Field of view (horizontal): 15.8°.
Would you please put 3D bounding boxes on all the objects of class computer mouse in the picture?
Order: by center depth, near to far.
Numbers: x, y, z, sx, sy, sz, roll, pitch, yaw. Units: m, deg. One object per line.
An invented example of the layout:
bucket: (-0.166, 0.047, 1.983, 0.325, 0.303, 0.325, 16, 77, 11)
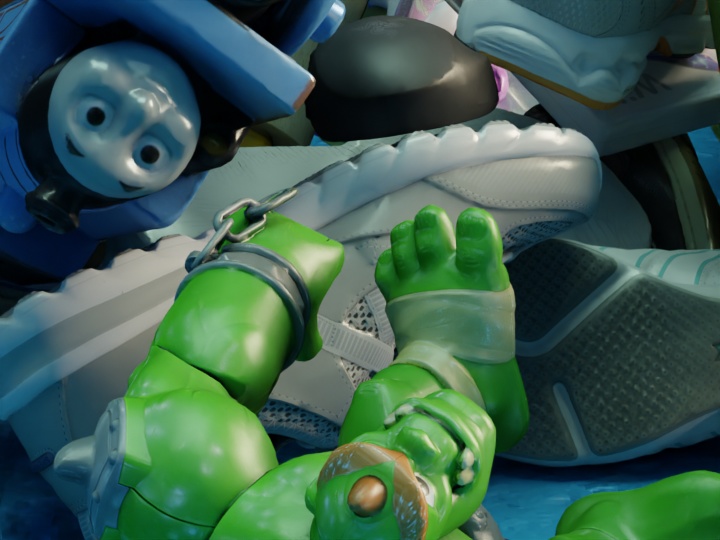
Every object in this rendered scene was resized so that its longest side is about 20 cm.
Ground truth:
computer mouse: (0.012, -0.067, 0.832, 0.058, 0.034, 0.200, -9, 7, 2)

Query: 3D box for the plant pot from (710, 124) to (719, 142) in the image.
plant pot: (0.231, -0.121, 1.172, 0.199, 0.201, 0.190, 7, 29, 21)

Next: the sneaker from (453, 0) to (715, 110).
sneaker: (0.101, -0.123, 0.892, 0.075, 0.092, 0.200, 27, 26, 9)

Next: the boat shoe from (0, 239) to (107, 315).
boat shoe: (-0.154, -0.032, 0.969, 0.199, 0.073, 0.072, 12, 19, 34)

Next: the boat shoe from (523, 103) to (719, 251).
boat shoe: (0.100, -0.018, 0.966, 0.066, 0.072, 0.201, -23, 27, 7)

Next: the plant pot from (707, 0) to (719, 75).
plant pot: (0.196, -0.067, 0.871, 0.186, 0.200, 0.188, 0, 57, 0)

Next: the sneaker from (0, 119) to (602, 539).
sneaker: (-0.012, 0.017, 0.749, 0.199, 0.082, 0.075, -24, -1, -20)

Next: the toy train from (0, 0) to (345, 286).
toy train: (-0.075, -0.057, 0.741, 0.087, 0.115, 0.200, 34, -14, -19)

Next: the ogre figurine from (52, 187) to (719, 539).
ogre figurine: (0.019, 0.063, 0.598, 0.120, 0.200, 0.098, -33, -9, -47)

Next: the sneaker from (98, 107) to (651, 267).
sneaker: (0.000, 0.000, 0.866, 0.199, 0.089, 0.075, -4, 52, -28)

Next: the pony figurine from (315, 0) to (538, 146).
pony figurine: (0.031, -0.098, 1.136, 0.193, 0.167, 0.200, -36, 31, -19)

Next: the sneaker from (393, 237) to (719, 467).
sneaker: (0.101, 0.027, 0.820, 0.199, 0.071, 0.080, -2, -8, -1)

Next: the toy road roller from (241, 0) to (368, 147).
toy road roller: (-0.077, -0.095, 0.972, 0.145, 0.123, 0.200, 22, -8, -2)

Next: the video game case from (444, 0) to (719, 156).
video game case: (0.085, -0.126, 0.993, 0.143, 0.018, 0.200, -16, 52, -34)
